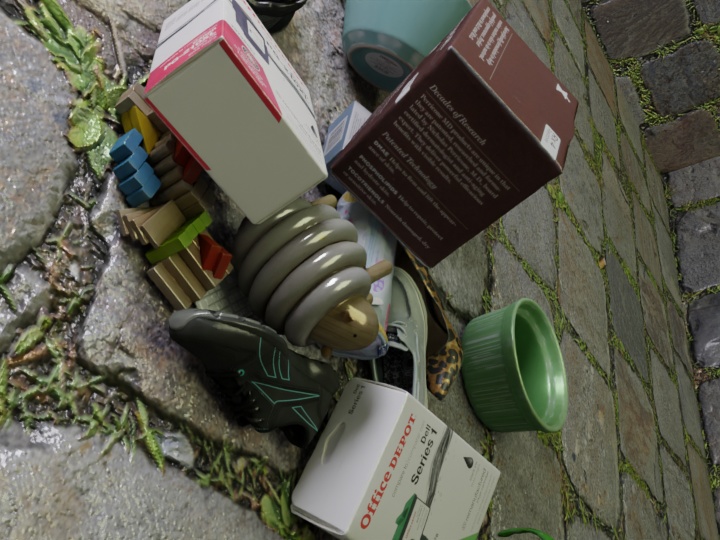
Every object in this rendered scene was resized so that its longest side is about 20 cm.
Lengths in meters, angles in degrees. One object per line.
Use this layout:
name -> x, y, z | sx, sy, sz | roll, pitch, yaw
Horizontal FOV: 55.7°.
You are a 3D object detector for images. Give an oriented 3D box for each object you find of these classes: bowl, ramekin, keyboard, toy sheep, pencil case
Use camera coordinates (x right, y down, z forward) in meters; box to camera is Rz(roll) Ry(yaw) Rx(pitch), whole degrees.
bowl -> 0.053, -0.318, 0.940 | 0.200, 0.199, 0.106 | 33, 77, -45
ramekin -> 0.235, 0.152, 1.048 | 0.199, 0.097, 0.203 | 30, 52, -46
keyboard -> -0.100, 0.005, 0.693 | 0.200, 0.011, 0.057 | -32, 103, -57
toy sheep -> -0.055, -0.006, 0.645 | 0.200, 0.139, 0.137 | 46, 28, 18
pencil case -> 0.000, 0.000, 0.776 | 0.091, 0.082, 0.202 | 90, 7, -54

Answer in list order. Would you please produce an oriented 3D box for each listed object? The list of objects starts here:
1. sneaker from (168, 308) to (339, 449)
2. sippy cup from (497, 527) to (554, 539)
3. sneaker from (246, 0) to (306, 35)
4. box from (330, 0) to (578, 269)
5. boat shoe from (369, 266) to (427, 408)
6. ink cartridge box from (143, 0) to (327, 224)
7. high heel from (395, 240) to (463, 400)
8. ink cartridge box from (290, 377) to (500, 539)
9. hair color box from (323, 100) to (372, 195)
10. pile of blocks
sneaker -> -0.090, 0.096, 0.601 | 0.199, 0.075, 0.080 | 37, 63, -42
sippy cup -> 0.200, 0.425, 0.836 | 0.141, 0.129, 0.179 | 58, 36, -22
sneaker -> -0.092, -0.316, 0.765 | 0.077, 0.113, 0.200 | 62, 32, -17
box -> 0.105, -0.147, 0.750 | 0.164, 0.200, 0.167 | 43, 40, -10
boat shoe -> 0.044, 0.090, 0.802 | 0.071, 0.069, 0.204 | 39, 44, -72
ink cartridge box -> -0.110, -0.162, 0.621 | 0.145, 0.084, 0.201 | 51, 14, -34
high heel -> 0.070, 0.055, 0.865 | 0.143, 0.071, 0.202 | 53, 24, -33
ink cartridge box -> 0.043, 0.224, 0.699 | 0.200, 0.084, 0.148 | 43, 64, -37
hair color box -> 0.044, -0.112, 0.871 | 0.199, 0.060, 0.100 | 34, 44, -23
pile of blocks -> -0.162, -0.070, 0.582 | 0.082, 0.062, 0.203 | -18, 88, -57
